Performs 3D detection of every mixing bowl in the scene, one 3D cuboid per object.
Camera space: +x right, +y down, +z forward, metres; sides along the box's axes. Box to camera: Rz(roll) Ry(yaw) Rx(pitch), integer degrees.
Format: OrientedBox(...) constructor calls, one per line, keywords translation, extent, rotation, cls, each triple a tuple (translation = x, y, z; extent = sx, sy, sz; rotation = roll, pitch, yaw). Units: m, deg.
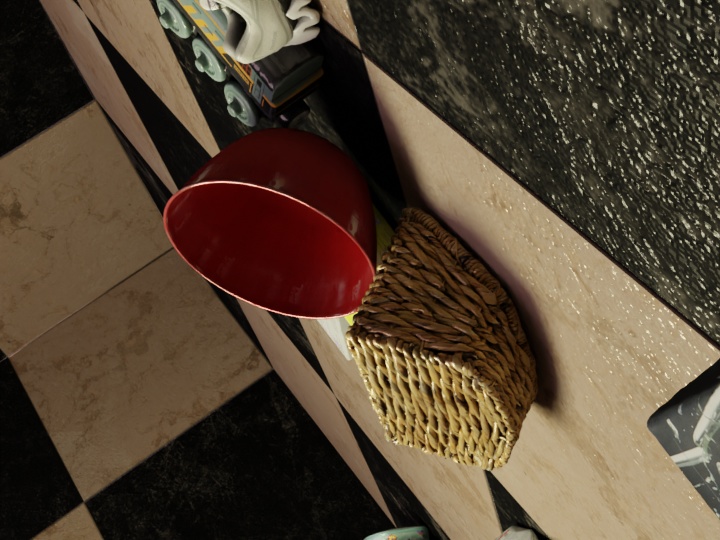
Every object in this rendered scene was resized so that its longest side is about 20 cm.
OrientedBox(translation=(-0.064, -0.055, 0.948), extent=(0.199, 0.109, 0.201), rotation=(15, 148, 10), cls="mixing bowl")

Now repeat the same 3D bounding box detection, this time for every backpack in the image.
OrientedBox(translation=(0.087, 0.604, 2.148), extent=(0.200, 0.174, 0.155), rotation=(136, 131, -67), cls="backpack")

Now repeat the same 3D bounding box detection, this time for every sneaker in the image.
OrientedBox(translation=(-0.098, -0.248, 0.800), extent=(0.075, 0.081, 0.201), rotation=(44, 162, 50), cls="sneaker")

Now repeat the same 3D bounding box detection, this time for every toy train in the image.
OrientedBox(translation=(-0.110, -0.217, 0.934), extent=(0.200, 0.085, 0.114), rotation=(52, 161, 5), cls="toy train")

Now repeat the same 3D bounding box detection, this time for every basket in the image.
OrientedBox(translation=(0.091, 0.063, 0.922), extent=(0.142, 0.150, 0.201), rotation=(12, 147, 23), cls="basket")

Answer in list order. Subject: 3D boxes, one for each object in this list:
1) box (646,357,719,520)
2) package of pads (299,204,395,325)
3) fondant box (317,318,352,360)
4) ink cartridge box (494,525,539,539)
OrientedBox(translation=(0.215, 0.075, 0.305), extent=(0.200, 0.124, 0.197), rotation=(53, 170, 13), cls="box")
OrientedBox(translation=(0.000, 0.000, 1.105), extent=(0.155, 0.068, 0.200), rotation=(53, 169, 16), cls="package of pads")
OrientedBox(translation=(-0.057, 0.004, 1.379), extent=(0.200, 0.058, 0.145), rotation=(50, 167, 25), cls="fondant box")
OrientedBox(translation=(0.246, 0.387, 1.255), extent=(0.163, 0.050, 0.200), rotation=(57, 160, 0), cls="ink cartridge box")
